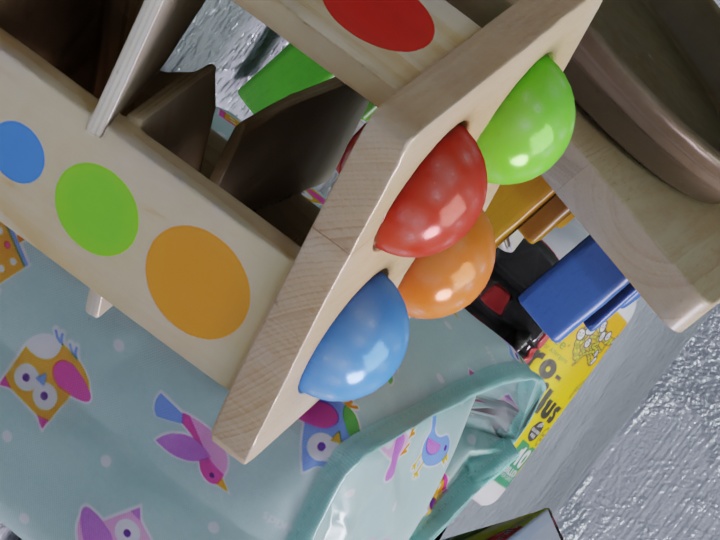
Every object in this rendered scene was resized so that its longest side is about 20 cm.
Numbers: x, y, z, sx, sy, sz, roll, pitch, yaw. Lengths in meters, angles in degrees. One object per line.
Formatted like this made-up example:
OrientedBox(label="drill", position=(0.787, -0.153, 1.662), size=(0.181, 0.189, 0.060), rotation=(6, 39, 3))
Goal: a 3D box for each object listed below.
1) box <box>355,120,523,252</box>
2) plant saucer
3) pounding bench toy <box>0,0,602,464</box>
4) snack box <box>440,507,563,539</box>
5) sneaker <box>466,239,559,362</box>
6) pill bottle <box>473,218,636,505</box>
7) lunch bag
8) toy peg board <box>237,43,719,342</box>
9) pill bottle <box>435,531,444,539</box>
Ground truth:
OrientedBox(label="box", position=(0.088, -0.117, 1.239), size=(0.200, 0.095, 0.078), rotation=(-52, 169, -4))
OrientedBox(label="plant saucer", position=(0.099, -0.100, 1.084), size=(0.029, 0.200, 0.200), rotation=(-41, 174, 21))
OrientedBox(label="pounding bench toy", position=(-0.010, -0.063, 0.819), size=(0.200, 0.156, 0.124), rotation=(-40, 162, -52))
OrientedBox(label="snack box", position=(-0.011, 0.179, 1.228), size=(0.142, 0.053, 0.200), rotation=(-23, -175, 42))
OrientedBox(label="sneaker", position=(0.030, 0.053, 1.414), size=(0.200, 0.071, 0.098), rotation=(-46, -179, 14))
OrientedBox(label="pill bottle", position=(0.090, 0.027, 1.627), size=(0.200, 0.113, 0.113), rotation=(-53, 169, -2))
OrientedBox(label="lunch bag", position=(-0.042, 0.028, 0.921), size=(0.122, 0.170, 0.200), rotation=(-60, 165, 24))
OrientedBox(label="toy peg board", position=(0.060, -0.050, 1.100), size=(0.098, 0.199, 0.200), rotation=(-41, 174, 21))
OrientedBox(label="pill bottle", position=(-0.029, 0.074, 1.171), size=(0.112, 0.112, 0.200), rotation=(-54, 156, -1))
